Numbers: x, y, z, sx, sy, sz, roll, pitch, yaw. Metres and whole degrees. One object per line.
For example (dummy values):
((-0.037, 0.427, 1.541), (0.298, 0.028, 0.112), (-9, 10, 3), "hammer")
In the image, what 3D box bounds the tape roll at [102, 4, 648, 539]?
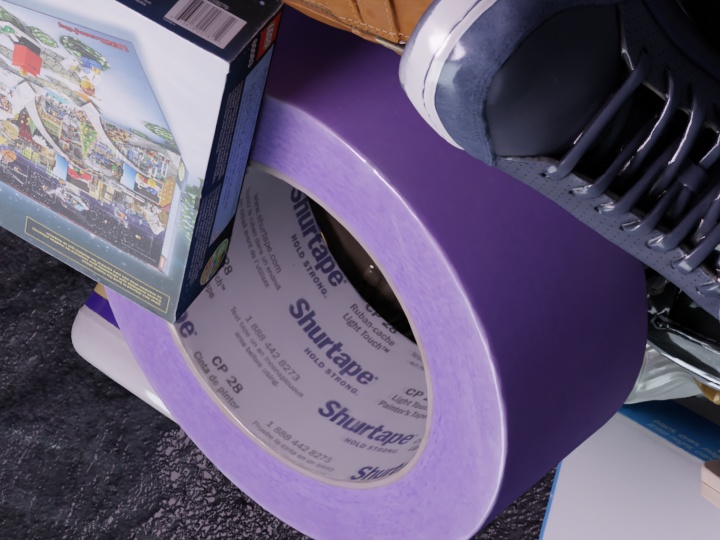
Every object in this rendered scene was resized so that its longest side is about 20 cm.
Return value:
((0.000, 0.000, 1.030), (0.200, 0.085, 0.200), (28, 136, 30), "tape roll")

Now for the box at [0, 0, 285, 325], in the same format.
((-0.128, -0.081, 0.964), (0.200, 0.038, 0.137), (30, 142, 10), "box")

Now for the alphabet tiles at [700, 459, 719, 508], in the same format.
((0.225, 0.088, 1.008), (0.200, 0.015, 0.196), (2, -167, -23), "alphabet tiles")

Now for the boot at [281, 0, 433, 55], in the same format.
((-0.029, -0.113, 0.839), (0.155, 0.077, 0.200), (33, 180, 39), "boot")

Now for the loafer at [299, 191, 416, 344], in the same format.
((0.023, -0.017, 1.136), (0.200, 0.076, 0.068), (68, -155, -21), "loafer")

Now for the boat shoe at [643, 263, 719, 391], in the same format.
((0.104, -0.016, 1.049), (0.199, 0.074, 0.068), (42, -166, 16), "boat shoe")

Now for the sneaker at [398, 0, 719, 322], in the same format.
((0.105, -0.020, 0.794), (0.146, 0.077, 0.202), (45, -167, 29), "sneaker")

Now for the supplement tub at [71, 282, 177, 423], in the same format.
((-0.034, -0.009, 1.406), (0.145, 0.200, 0.145), (33, 177, 2), "supplement tub")

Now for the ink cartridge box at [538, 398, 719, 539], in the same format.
((0.195, 0.143, 1.246), (0.200, 0.148, 0.145), (1, -161, -37), "ink cartridge box")

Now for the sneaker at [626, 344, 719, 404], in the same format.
((0.162, 0.018, 1.149), (0.088, 0.076, 0.200), (-4, -177, -28), "sneaker")
